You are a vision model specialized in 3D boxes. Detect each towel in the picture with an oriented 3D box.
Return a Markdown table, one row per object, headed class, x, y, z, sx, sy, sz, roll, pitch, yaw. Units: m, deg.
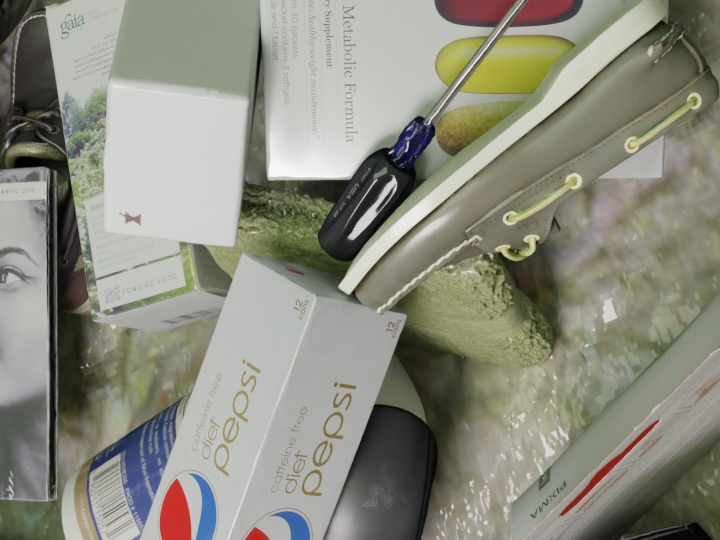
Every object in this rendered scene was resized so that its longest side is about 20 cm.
| class | x | y | z | sx | sy | sz | roll | pitch | yaw |
| --- | --- | --- | --- | --- | --- | --- | --- | --- | --- |
| towel | 0.000 | 0.000 | 0.897 | 0.198 | 0.148 | 0.037 | 12 | 71 | 27 |

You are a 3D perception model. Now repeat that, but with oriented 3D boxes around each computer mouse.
| class | x | y | z | sx | sy | sz | roll | pitch | yaw |
| --- | --- | --- | --- | --- | --- | --- | --- | --- | --- |
| computer mouse | 0.013 | 0.177 | 0.880 | 0.139 | 0.046 | 0.202 | 20 | 107 | -16 |

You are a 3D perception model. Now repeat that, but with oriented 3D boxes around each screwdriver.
| class | x | y | z | sx | sy | sz | roll | pitch | yaw |
| --- | --- | --- | --- | --- | --- | --- | --- | --- | --- |
| screwdriver | 0.041 | -0.083 | 0.777 | 0.028 | 0.029 | 0.201 | 33 | 110 | -10 |

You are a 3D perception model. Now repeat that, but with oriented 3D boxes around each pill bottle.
| class | x | y | z | sx | sy | sz | roll | pitch | yaw |
| --- | --- | --- | --- | --- | --- | --- | --- | --- | --- |
| pill bottle | -0.064 | 0.114 | 0.936 | 0.199 | 0.111 | 0.112 | -33 | 72 | 19 |

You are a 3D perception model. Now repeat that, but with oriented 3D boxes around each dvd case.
| class | x | y | z | sx | sy | sz | roll | pitch | yaw |
| --- | --- | --- | --- | --- | --- | --- | --- | --- | --- |
| dvd case | -0.252 | 0.040 | 1.023 | 0.147 | 0.016 | 0.203 | -1 | 88 | 26 |

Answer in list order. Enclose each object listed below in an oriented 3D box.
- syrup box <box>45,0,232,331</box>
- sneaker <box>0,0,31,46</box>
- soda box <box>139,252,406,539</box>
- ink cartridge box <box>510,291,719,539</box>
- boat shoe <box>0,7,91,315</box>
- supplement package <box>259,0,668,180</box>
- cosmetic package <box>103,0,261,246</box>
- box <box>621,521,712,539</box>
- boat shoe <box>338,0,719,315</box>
| class | x | y | z | sx | sy | sz | roll | pitch | yaw |
| --- | --- | --- | --- | --- | --- | --- | --- | --- | --- |
| syrup box | -0.126 | -0.071 | 0.998 | 0.078 | 0.081 | 0.202 | -16 | 77 | 24 |
| sneaker | -0.255 | -0.147 | 1.043 | 0.081 | 0.074 | 0.201 | 7 | 65 | 54 |
| soda box | -0.052 | 0.098 | 0.825 | 0.063 | 0.068 | 0.202 | 27 | 100 | 44 |
| ink cartridge box | 0.129 | 0.076 | 0.789 | 0.161 | 0.199 | 0.050 | -48 | 67 | 16 |
| boat shoe | -0.196 | -0.073 | 1.044 | 0.071 | 0.065 | 0.203 | -8 | 83 | 26 |
| supplement package | 0.054 | -0.112 | 0.843 | 0.197 | 0.110 | 0.115 | -1 | 105 | 6 |
| cosmetic package | -0.087 | -0.120 | 0.863 | 0.070 | 0.102 | 0.201 | 7 | 46 | -3 |
| box | 0.111 | 0.232 | 0.817 | 0.200 | 0.148 | 0.105 | -46 | 68 | 16 |
| boat shoe | 0.076 | -0.042 | 0.766 | 0.201 | 0.072 | 0.060 | -41 | 95 | 12 |
